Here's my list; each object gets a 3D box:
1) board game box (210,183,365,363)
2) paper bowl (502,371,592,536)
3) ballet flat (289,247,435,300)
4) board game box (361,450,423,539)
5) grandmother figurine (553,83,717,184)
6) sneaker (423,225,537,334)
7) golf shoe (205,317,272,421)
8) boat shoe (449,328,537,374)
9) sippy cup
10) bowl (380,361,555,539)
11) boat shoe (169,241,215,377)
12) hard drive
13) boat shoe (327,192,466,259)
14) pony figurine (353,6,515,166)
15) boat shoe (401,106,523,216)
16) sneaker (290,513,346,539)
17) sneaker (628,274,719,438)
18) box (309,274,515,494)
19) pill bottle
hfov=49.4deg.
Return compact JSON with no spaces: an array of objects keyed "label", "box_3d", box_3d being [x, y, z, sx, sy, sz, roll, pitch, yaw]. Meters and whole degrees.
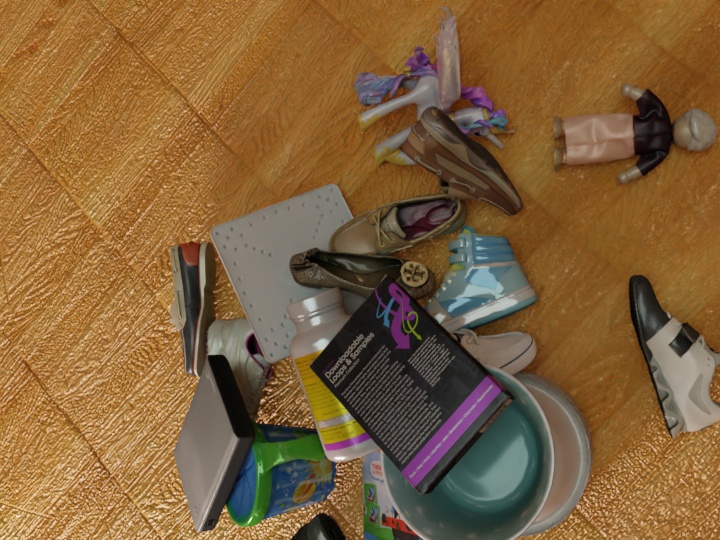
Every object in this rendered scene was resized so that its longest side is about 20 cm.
[{"label":"board game box","box_3d":[-0.080,0.001,1.079,0.198,0.026,0.202,-22,78,-21]},{"label":"paper bowl","box_3d":[0.190,0.231,0.990,0.197,0.104,0.204,-1,86,20]},{"label":"ballet flat","box_3d":[0.000,0.000,1.020,0.197,0.047,0.068,8,48,15]},{"label":"board game box","box_3d":[0.056,0.271,1.025,0.150,0.036,0.204,-9,81,55]},{"label":"grandmother figurine","box_3d":[0.346,-0.174,0.991,0.197,0.061,0.123,0,113,16]},{"label":"sneaker","box_3d":[0.122,0.017,1.041,0.197,0.080,0.132,-20,82,6]},{"label":"golf shoe","box_3d":[-0.167,0.166,1.130,0.090,0.075,0.204,-11,84,14]},{"label":"boat shoe","box_3d":[0.128,0.109,0.983,0.197,0.074,0.066,-20,111,-10]},{"label":"sippy cup","box_3d":[-0.107,0.268,1.060,0.177,0.129,0.142,16,102,59]},{"label":"bowl","box_3d":[0.131,0.211,0.895,0.198,0.105,0.204,-5,76,23]},{"label":"boat shoe","box_3d":[-0.252,0.057,1.163,0.061,0.071,0.204,-2,81,6]},{"label":"hard drive","box_3d":[-0.201,0.234,1.060,0.140,0.032,0.202,59,136,40]},{"label":"boat shoe","box_3d":[0.047,-0.062,1.056,0.197,0.066,0.075,-21,80,3]},{"label":"pony figurine","box_3d":[0.094,-0.235,1.043,0.197,0.167,0.196,-11,115,14]},{"label":"boat shoe","box_3d":[0.131,-0.128,1.006,0.072,0.199,0.076,-42,31,21]},{"label":"sneaker","box_3d":[-0.043,0.449,1.069,0.114,0.076,0.201,-39,73,14]},{"label":"sneaker","box_3d":[0.387,0.094,0.952,0.087,0.074,0.203,-20,90,16]},{"label":"box","box_3d":[0.052,0.123,0.874,0.143,0.036,0.200,-48,65,7]},{"label":"pill bottle","box_3d":[-0.027,0.128,0.988,0.103,0.104,0.203,-20,90,16]}]
